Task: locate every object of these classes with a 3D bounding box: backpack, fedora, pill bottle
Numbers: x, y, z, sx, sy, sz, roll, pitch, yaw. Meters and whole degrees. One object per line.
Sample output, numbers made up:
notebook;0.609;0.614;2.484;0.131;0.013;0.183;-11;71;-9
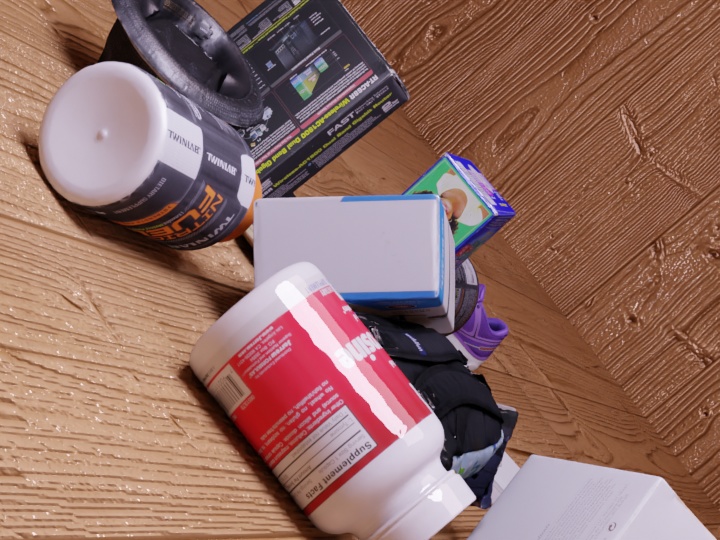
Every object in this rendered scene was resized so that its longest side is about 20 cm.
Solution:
backpack;0.032;0.109;1.409;0.163;0.154;0.199;47;29;15
fedora;-0.175;-0.174;1.621;0.200;0.091;0.201;43;19;-19
pill bottle;-0.144;-0.076;1.353;0.107;0.106;0.200;53;11;23
pill bottle;0.064;0.018;1.908;0.106;0.106;0.200;51;9;12
pill bottle;-0.016;0.103;1.239;0.200;0.112;0.112;51;10;6

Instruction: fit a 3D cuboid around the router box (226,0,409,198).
router box;-0.075;-0.164;1.718;0.150;0.199;0.062;54;4;25

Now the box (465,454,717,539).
box;0.203;0.245;1.480;0.152;0.107;0.200;46;-18;-19

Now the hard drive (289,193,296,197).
hard drive;-0.133;-0.144;1.890;0.140;0.033;0.200;45;10;-29

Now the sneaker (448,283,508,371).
sneaker;0.099;0.031;2.135;0.200;0.083;0.081;42;12;-36

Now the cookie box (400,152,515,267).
cookie box;0.037;-0.012;1.659;0.075;0.200;0.171;49;9;6

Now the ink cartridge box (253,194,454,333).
ink cartridge box;0.000;0.000;1.465;0.200;0.144;0.085;56;32;-77

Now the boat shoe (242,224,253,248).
boat shoe;-0.054;-0.034;1.709;0.072;0.072;0.200;52;10;14

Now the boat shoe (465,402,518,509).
boat shoe;0.055;0.144;1.574;0.074;0.094;0.200;15;-1;-28

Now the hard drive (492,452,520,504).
hard drive;0.106;0.172;1.796;0.200;0.026;0.132;48;10;-14
